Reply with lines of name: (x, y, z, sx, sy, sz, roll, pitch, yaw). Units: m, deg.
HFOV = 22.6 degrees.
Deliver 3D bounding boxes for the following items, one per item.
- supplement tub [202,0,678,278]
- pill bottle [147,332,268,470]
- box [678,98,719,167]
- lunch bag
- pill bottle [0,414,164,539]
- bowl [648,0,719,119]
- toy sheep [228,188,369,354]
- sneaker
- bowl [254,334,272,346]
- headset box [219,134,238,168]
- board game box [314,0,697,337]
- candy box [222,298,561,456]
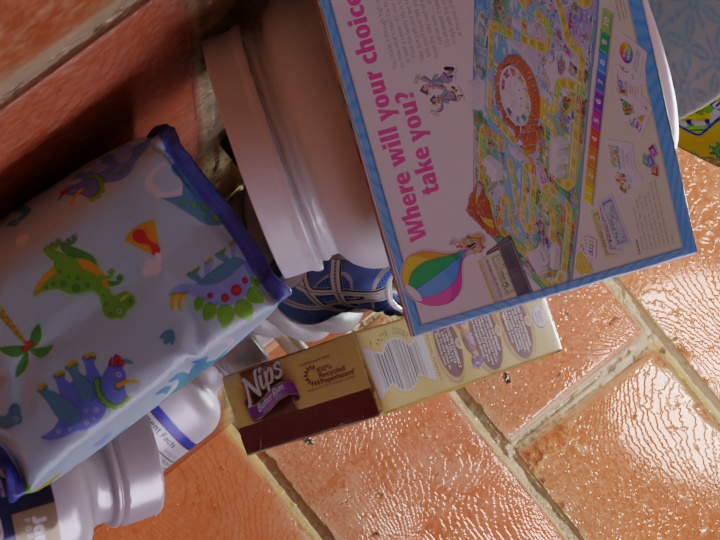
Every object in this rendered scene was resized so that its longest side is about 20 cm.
supplement tub: (0.037, -0.086, 0.872, 0.200, 0.146, 0.145, -20, 175, 1)
pill bottle: (-0.161, 0.085, 1.147, 0.200, 0.112, 0.112, -39, 175, -2)
box: (0.244, -0.209, 1.134, 0.193, 0.122, 0.200, -47, -159, 55)
lunch bag: (-0.144, 0.021, 0.923, 0.170, 0.128, 0.200, -36, -169, -12)
pill bottle: (-0.218, 0.127, 1.020, 0.200, 0.111, 0.111, -15, 165, -22)
bowl: (0.129, -0.179, 0.985, 0.200, 0.200, 0.108, -42, -145, 33)
toy sheep: (-0.041, -0.009, 1.259, 0.200, 0.138, 0.138, -31, 177, 18)
sneaker: (0.000, 0.000, 1.103, 0.076, 0.077, 0.200, -34, 174, -27)
bowl: (-0.032, -0.027, 1.477, 0.200, 0.075, 0.200, -35, 174, -25)
headset box: (0.026, -0.115, 1.127, 0.149, 0.077, 0.200, -41, 173, 28)
board game box: (0.059, -0.084, 0.780, 0.134, 0.200, 0.034, -16, -160, -1)
candy box: (0.024, 0.059, 1.146, 0.117, 0.057, 0.200, -20, 178, 40)
